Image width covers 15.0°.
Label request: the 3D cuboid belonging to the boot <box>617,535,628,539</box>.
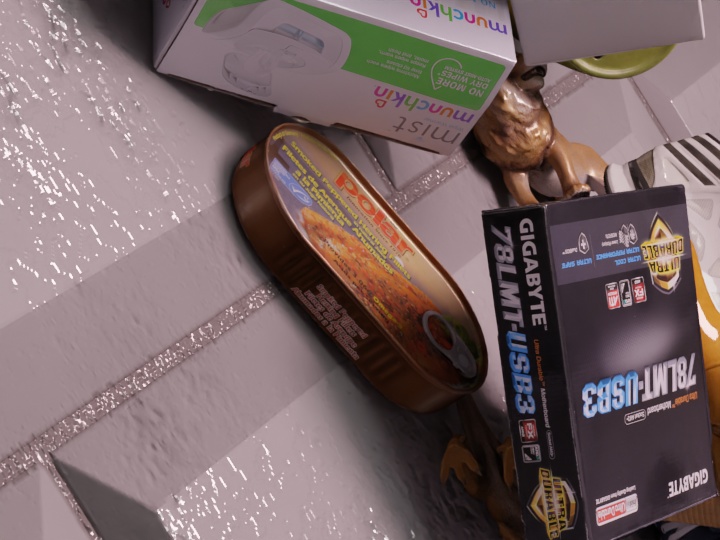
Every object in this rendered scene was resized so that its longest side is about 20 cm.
[{"bbox_3d":[0.134,0.058,1.725,0.174,0.069,0.200,62,20,-44],"label":"boot"}]

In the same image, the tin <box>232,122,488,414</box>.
[{"bbox_3d":[0.000,0.000,1.639,0.200,0.042,0.112,49,32,-13],"label":"tin"}]

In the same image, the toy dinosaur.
[{"bbox_3d":[0.079,0.118,1.662,0.200,0.060,0.106,64,2,19],"label":"toy dinosaur"}]

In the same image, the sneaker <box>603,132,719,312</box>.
[{"bbox_3d":[0.254,0.000,1.866,0.201,0.115,0.076,67,13,3],"label":"sneaker"}]

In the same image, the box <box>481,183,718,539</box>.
[{"bbox_3d":[0.146,0.054,1.628,0.200,0.050,0.199,-8,90,-59],"label":"box"}]

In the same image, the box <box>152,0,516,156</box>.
[{"bbox_3d":[-0.021,-0.182,1.664,0.200,0.097,0.177,16,44,-21],"label":"box"}]

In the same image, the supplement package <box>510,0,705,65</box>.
[{"bbox_3d":[0.136,-0.230,1.638,0.200,0.117,0.117,70,13,-58],"label":"supplement package"}]

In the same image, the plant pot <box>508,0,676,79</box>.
[{"bbox_3d":[0.159,-0.219,1.926,0.187,0.187,0.200,44,15,-28],"label":"plant pot"}]

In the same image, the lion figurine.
[{"bbox_3d":[0.138,-0.076,1.945,0.200,0.072,0.123,45,19,-55],"label":"lion figurine"}]

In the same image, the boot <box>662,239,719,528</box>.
[{"bbox_3d":[0.262,0.071,1.766,0.071,0.144,0.201,26,64,-73],"label":"boot"}]

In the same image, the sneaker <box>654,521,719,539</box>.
[{"bbox_3d":[0.212,0.143,1.824,0.109,0.070,0.200,47,22,-33],"label":"sneaker"}]
